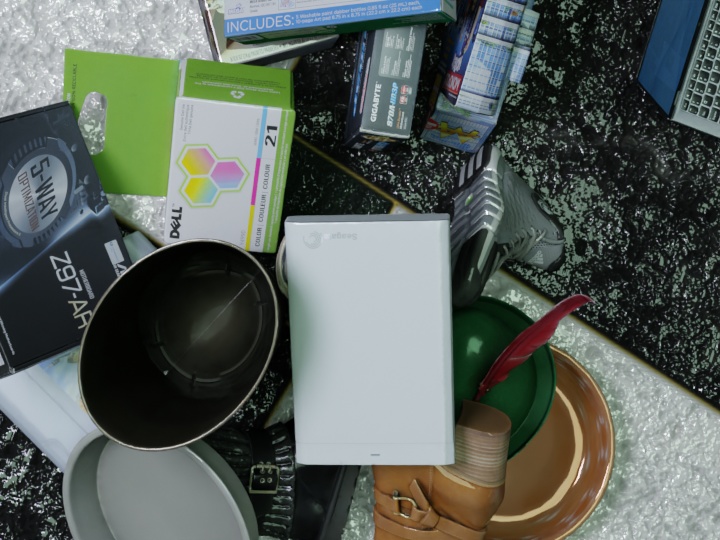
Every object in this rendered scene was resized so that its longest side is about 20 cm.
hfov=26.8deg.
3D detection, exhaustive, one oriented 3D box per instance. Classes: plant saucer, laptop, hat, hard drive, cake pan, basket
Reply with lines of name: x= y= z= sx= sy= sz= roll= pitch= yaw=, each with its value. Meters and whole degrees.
plant saucer: x=0.138 y=0.162 z=1.408 sx=0.197 sy=0.037 sz=0.203 roll=0 pitch=91 yaw=-8
laptop: x=0.354 y=-0.224 z=1.395 sx=0.198 sy=0.116 sz=0.190 roll=19 pitch=88 yaw=-8
hat: x=0.082 y=0.067 z=1.289 sx=0.200 sy=0.176 sz=0.166 roll=-42 pitch=65 yaw=-3
hard drive: x=0.009 y=0.057 z=1.212 sx=0.130 sy=0.026 sz=0.203 roll=-1 pitch=105 yaw=6
cake pan: x=-0.169 y=0.216 z=1.311 sx=0.198 sy=0.037 sz=0.203 roll=13 pitch=118 yaw=25
basket: x=-0.131 y=0.049 z=1.244 sx=0.136 sy=0.200 sz=0.181 roll=43 pitch=97 yaw=1

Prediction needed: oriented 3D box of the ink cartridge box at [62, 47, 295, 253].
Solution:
ink cartridge box: x=-0.163 y=-0.103 z=1.312 sx=0.197 sy=0.076 sz=0.149 roll=5 pitch=124 yaw=-8

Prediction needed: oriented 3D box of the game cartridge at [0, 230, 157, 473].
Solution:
game cartridge: x=-0.236 y=0.069 z=1.357 sx=0.133 sy=0.042 sz=0.200 roll=45 pitch=85 yaw=-10

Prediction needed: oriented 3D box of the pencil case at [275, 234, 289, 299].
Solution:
pencil case: x=0.000 y=0.000 z=1.308 sx=0.078 sy=0.200 sz=0.090 roll=41 pitch=101 yaw=20

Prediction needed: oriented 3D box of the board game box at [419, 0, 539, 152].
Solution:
board game box: x=0.112 y=-0.199 z=1.344 sx=0.061 sy=0.200 sz=0.202 roll=14 pitch=103 yaw=-7

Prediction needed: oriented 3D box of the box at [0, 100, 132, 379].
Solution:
box: x=-0.279 y=-0.027 z=1.266 sx=0.159 sy=0.043 sz=0.202 roll=-23 pitch=93 yaw=-48

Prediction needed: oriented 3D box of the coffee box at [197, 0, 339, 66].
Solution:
coffee box: x=-0.100 y=-0.287 z=1.349 sx=0.112 sy=0.080 sz=0.203 roll=-16 pitch=93 yaw=-6

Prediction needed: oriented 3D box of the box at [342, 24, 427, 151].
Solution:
box: x=0.027 y=-0.210 z=1.328 sx=0.045 sy=0.159 sz=0.203 roll=9 pitch=90 yaw=-6

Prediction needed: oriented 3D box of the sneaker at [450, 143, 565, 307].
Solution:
sneaker: x=0.136 y=-0.022 z=1.346 sx=0.115 sy=0.201 sz=0.075 roll=35 pitch=130 yaw=-17

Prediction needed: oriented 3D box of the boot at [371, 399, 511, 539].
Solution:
boot: x=0.028 y=0.168 z=1.305 sx=0.197 sy=0.077 sz=0.157 roll=16 pitch=118 yaw=8

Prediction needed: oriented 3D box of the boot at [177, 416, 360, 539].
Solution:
boot: x=-0.074 y=0.145 z=1.357 sx=0.156 sy=0.079 sz=0.214 roll=14 pitch=89 yaw=-8

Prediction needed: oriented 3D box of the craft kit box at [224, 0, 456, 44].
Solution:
craft kit box: x=-0.020 y=-0.296 z=1.246 sx=0.197 sy=0.048 sz=0.201 roll=-2 pitch=88 yaw=23
